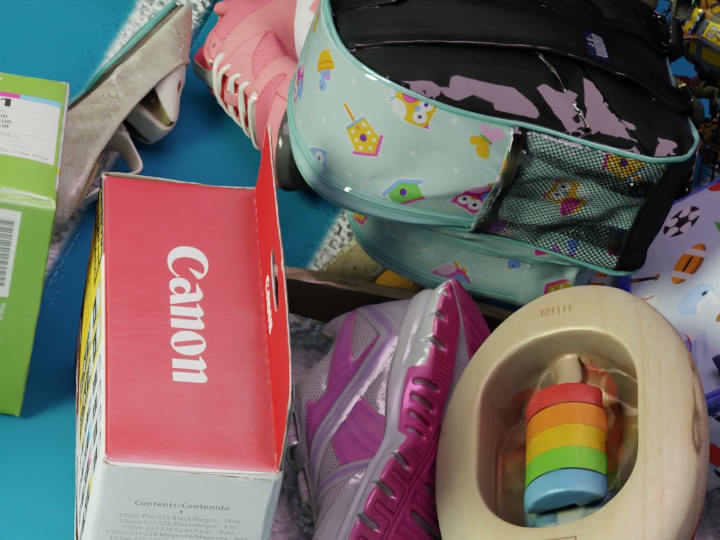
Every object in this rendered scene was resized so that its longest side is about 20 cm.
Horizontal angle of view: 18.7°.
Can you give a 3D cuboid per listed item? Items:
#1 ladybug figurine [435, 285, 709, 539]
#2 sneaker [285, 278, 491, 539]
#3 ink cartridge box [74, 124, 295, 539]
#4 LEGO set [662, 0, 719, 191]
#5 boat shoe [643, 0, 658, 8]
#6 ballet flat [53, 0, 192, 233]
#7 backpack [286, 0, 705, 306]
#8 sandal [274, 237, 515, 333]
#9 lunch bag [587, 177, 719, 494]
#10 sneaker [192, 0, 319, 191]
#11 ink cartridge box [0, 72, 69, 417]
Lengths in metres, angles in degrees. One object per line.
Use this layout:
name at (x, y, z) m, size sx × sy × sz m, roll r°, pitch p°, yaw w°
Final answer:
ladybug figurine at (0.106, 0.099, 1.049) m, size 0.135 × 0.072 × 0.200 m, roll -10°, pitch 47°, yaw 22°
sneaker at (0.002, 0.097, 1.096) m, size 0.088 × 0.081 × 0.200 m, roll -7°, pitch 45°, yaw 31°
ink cartridge box at (-0.088, 0.051, 1.039) m, size 0.084 × 0.176 × 0.200 m, roll 5°, pitch 40°, yaw -11°
LEGO set at (0.205, -0.112, 1.310) m, size 0.116 × 0.200 × 0.154 m, roll 32°, pitch 56°, yaw 32°
boat shoe at (0.079, -0.154, 1.327) m, size 0.199 × 0.072 × 0.068 m, roll -18°, pitch 29°, yaw -5°
ballet flat at (-0.144, -0.087, 1.285) m, size 0.062 × 0.067 × 0.200 m, roll 46°, pitch 46°, yaw -6°
backpack at (0.058, -0.081, 1.150) m, size 0.199 × 0.154 × 0.176 m, roll 18°, pitch 36°, yaw -15°
sandal at (0.001, -0.002, 1.191) m, size 0.211 × 0.078 × 0.070 m, roll 6°, pitch 67°, yaw -3°
lunch bag at (0.186, 0.034, 1.170) m, size 0.076 × 0.160 × 0.200 m, roll 52°, pitch 28°, yaw -27°
sneaker at (-0.060, -0.109, 1.328) m, size 0.086 × 0.074 × 0.200 m, roll 1°, pitch 34°, yaw 0°
ink cartridge box at (-0.197, -0.048, 1.142) m, size 0.075 × 0.148 × 0.200 m, roll 9°, pitch 40°, yaw -10°
